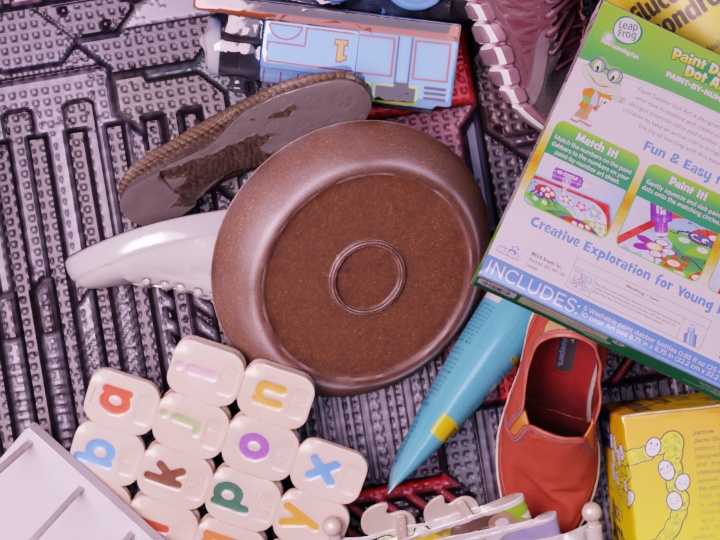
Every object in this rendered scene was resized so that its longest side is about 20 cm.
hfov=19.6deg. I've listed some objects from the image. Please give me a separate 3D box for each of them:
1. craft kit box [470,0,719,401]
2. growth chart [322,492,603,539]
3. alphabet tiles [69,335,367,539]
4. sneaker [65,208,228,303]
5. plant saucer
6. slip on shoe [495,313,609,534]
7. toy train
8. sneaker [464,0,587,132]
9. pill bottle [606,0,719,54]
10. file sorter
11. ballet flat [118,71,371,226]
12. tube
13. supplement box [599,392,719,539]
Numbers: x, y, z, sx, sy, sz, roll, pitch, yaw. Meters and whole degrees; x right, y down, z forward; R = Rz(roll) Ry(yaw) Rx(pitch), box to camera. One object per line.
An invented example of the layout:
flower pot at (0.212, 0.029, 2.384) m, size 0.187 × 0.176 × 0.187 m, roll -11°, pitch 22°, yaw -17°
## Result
craft kit box at (0.199, -0.040, 1.308) m, size 0.199 × 0.049 × 0.198 m, roll 26°, pitch 81°, yaw 1°
growth chart at (0.077, 0.212, 1.418) m, size 0.199 × 0.018 × 0.145 m, roll -5°, pitch 115°, yaw -2°
alphabet tiles at (-0.101, 0.146, 1.411) m, size 0.195 × 0.015 × 0.201 m, roll 17°, pitch 111°, yaw -1°
sneaker at (-0.098, 0.003, 1.412) m, size 0.199 × 0.073 × 0.085 m, roll -10°, pitch 88°, yaw -2°
plant saucer at (0.000, 0.000, 1.390) m, size 0.200 × 0.034 × 0.201 m, roll -8°, pitch 115°, yaw -17°
slip on shoe at (0.130, 0.105, 1.398) m, size 0.074 × 0.061 × 0.201 m, roll 10°, pitch 119°, yaw 6°
toy train at (-0.020, -0.170, 1.409) m, size 0.199 × 0.087 × 0.115 m, roll 6°, pitch 96°, yaw -1°
sneaker at (0.132, -0.176, 1.366) m, size 0.200 × 0.115 × 0.076 m, roll 56°, pitch 46°, yaw -27°
pill bottle at (0.214, -0.204, 1.397) m, size 0.112 × 0.112 × 0.200 m, roll -33°, pitch 91°, yaw -1°
file sorter at (-0.202, 0.232, 1.371) m, size 0.200 × 0.125 × 0.139 m, roll 42°, pitch 109°, yaw -2°
ballet flat at (-0.080, -0.089, 1.399) m, size 0.200 × 0.046 × 0.067 m, roll -26°, pitch 130°, yaw 25°
tube at (0.075, 0.069, 1.420) m, size 0.050 × 0.077 × 0.200 m, roll 36°, pitch 86°, yaw 8°
supplement box at (0.230, 0.186, 1.403) m, size 0.109 × 0.109 × 0.201 m, roll -6°, pitch 90°, yaw -1°
